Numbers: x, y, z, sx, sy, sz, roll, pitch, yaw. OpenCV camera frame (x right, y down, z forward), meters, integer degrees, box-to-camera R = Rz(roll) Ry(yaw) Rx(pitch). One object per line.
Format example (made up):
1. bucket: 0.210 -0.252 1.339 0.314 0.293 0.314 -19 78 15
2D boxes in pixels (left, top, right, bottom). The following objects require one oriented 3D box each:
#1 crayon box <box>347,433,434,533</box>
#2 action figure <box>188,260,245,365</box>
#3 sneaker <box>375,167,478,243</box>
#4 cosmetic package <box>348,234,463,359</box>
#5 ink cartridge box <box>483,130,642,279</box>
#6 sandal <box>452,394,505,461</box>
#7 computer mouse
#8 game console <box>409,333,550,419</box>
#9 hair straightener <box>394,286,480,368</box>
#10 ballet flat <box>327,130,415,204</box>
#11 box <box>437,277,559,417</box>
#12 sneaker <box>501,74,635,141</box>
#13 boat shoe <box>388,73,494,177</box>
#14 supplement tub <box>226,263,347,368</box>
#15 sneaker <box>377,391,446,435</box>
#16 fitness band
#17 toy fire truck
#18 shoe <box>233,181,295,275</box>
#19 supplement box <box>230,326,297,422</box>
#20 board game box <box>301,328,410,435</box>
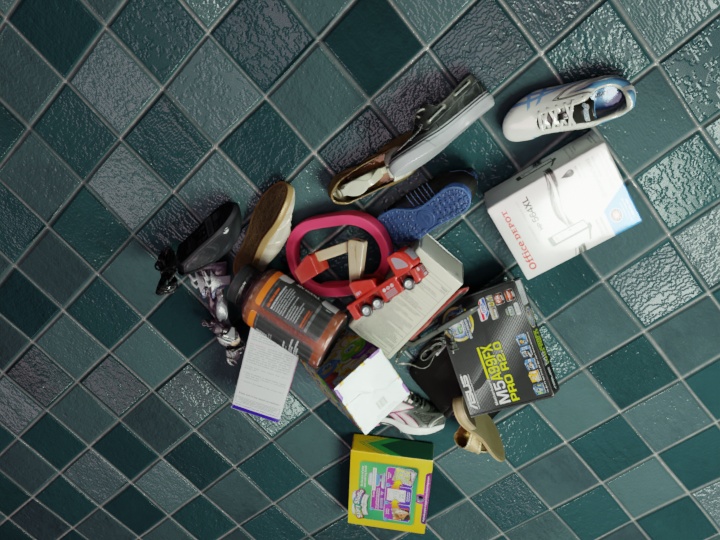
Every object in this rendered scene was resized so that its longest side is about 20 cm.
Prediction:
1. crayon box: 0.061 0.448 1.275 0.168 0.059 0.204 6 115 7
2. action figure: -0.264 0.083 1.130 0.129 0.068 0.205 4 111 56
3. sneaker: 0.111 -0.108 1.009 0.197 0.078 0.071 -19 115 39
4. cosmetic package: 0.080 0.043 1.066 0.103 0.088 0.200 39 115 -8
5. ink cartridge box: 0.316 -0.100 0.968 0.198 0.085 0.147 -30 108 19
6. sandal: 0.201 0.299 1.135 0.068 0.079 0.212 -20 134 23
7. computer mouse: -0.277 -0.040 1.074 0.199 0.139 0.053 -39 124 9
8. game console: 0.222 0.179 1.149 0.176 0.116 0.201 47 116 19
9. hair straightener: 0.133 0.116 1.053 0.200 0.041 0.078 -44 73 28
10. ballet flat: 0.030 -0.160 0.988 0.197 0.073 0.069 -23 111 17
11. box: 0.231 0.133 1.044 0.158 0.044 0.204 -21 84 31
12. sneaker: 0.309 -0.241 0.911 0.196 0.073 0.073 -15 114 16
13. boat shoe: 0.112 -0.223 0.934 0.199 0.072 0.071 -38 88 -8
14. supplement tub: -0.127 0.070 1.028 0.198 0.107 0.108 32 116 6
15. sneaker: 0.077 0.258 1.176 0.195 0.080 0.089 5 105 -1
16. fitness band: -0.038 -0.029 1.060 0.196 0.037 0.147 -6 107 23
17. toy fire truck: 0.000 0.000 1.003 0.198 0.049 0.143 -33 88 26
18. shoe: -0.163 -0.068 1.074 0.070 0.053 0.202 49 118 33
19. supplement box: -0.169 0.168 1.153 0.101 0.102 0.204 17 117 -1
20. board game box: -0.017 0.184 1.072 0.104 0.199 0.104 -39 108 -14
